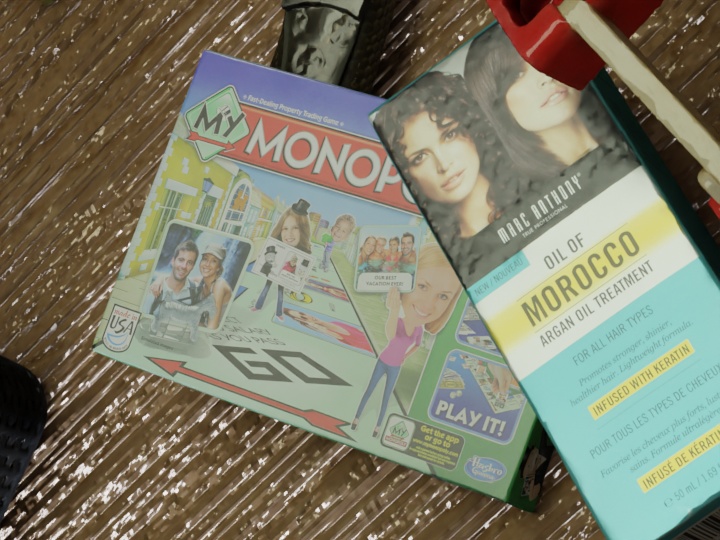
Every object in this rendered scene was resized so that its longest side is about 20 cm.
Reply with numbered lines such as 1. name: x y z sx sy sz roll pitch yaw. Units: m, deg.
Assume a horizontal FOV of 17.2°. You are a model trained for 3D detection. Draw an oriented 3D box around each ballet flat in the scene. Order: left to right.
1. ballet flat: -0.025 -0.057 1.019 0.067 0.046 0.201 15 88 27

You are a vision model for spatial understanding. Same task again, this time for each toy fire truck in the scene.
1. toy fire truck: 0.137 -0.028 0.796 0.049 0.141 0.200 -47 49 15

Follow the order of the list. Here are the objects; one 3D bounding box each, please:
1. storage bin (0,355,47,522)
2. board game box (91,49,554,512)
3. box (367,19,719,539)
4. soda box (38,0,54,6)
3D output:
1. storage bin: -0.248 0.109 1.070 0.135 0.094 0.201 25 88 22
2. board game box: 0.000 0.000 0.946 0.199 0.029 0.135 17 85 29
3. box: 0.086 0.003 0.859 0.082 0.049 0.201 -36 63 13
4. soda box: -0.109 -0.216 1.136 0.200 0.064 0.068 -34 54 24
